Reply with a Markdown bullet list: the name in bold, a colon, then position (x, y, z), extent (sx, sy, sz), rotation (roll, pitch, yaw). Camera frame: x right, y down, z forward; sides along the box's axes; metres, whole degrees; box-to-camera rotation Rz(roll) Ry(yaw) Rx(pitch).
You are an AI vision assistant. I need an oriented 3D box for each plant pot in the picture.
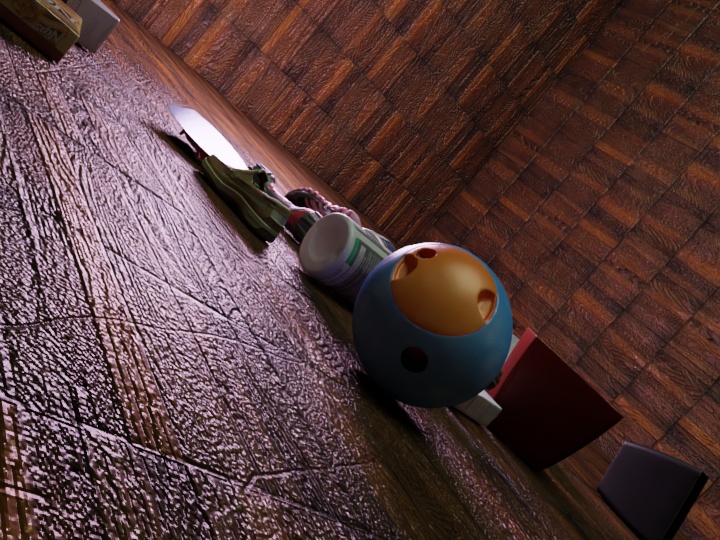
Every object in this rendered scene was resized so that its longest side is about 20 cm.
- **plant pot**: position (0.329, 0.244, 1.373), extent (0.200, 0.177, 0.200), rotation (42, 5, 6)
- **plant pot**: position (0.666, 0.504, 1.740), extent (0.177, 0.202, 0.199), rotation (33, 0, 33)

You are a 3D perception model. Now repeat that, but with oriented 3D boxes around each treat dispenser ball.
- **treat dispenser ball**: position (0.088, 0.067, 0.931), extent (0.200, 0.201, 0.201), rotation (41, 6, -5)

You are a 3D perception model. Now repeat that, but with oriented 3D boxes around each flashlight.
- **flashlight**: position (-0.145, -0.129, 1.436), extent (0.200, 0.068, 0.068), rotation (46, 9, 27)

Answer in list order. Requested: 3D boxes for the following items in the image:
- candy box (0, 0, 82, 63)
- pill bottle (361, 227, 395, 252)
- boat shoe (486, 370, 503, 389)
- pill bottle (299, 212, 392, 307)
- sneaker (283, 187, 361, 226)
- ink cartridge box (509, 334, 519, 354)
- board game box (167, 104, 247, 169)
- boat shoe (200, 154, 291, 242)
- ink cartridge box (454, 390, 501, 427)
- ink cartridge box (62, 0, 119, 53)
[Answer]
- **candy box**: position (-0.473, -0.378, 1.105), extent (0.115, 0.055, 0.200), rotation (39, 7, -30)
- **pill bottle**: position (0.014, -0.020, 1.496), extent (0.111, 0.111, 0.200), rotation (43, 6, 11)
- **boat shoe**: position (0.128, 0.140, 1.193), extent (0.198, 0.071, 0.071), rotation (28, -37, 3)
- **pill bottle**: position (0.000, 0.000, 1.252), extent (0.199, 0.113, 0.113), rotation (37, 8, -42)
- **sneaker**: position (-0.097, -0.103, 1.550), extent (0.198, 0.095, 0.080), rotation (24, -42, 28)
- **ink cartridge box**: position (0.345, 0.215, 1.908), extent (0.197, 0.047, 0.201), rotation (40, 34, -16)
- **board game box**: position (-0.283, -0.224, 1.361), extent (0.158, 0.039, 0.200), rotation (48, 11, -1)
- **boat shoe**: position (-0.177, -0.131, 1.199), extent (0.200, 0.076, 0.072), rotation (45, 7, 25)
- **ink cartridge box**: position (0.135, 0.167, 1.269), extent (0.200, 0.047, 0.160), rotation (39, 6, -41)
- **ink cartridge box**: position (-0.538, -0.486, 1.302), extent (0.146, 0.085, 0.200), rotation (44, 6, 19)
